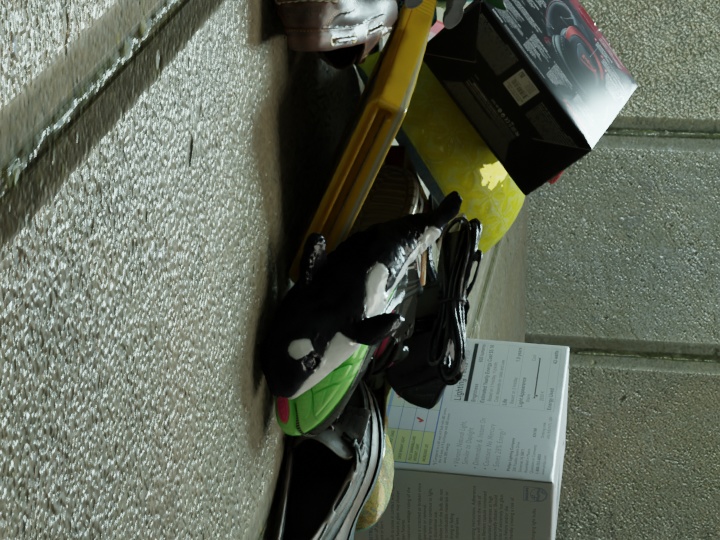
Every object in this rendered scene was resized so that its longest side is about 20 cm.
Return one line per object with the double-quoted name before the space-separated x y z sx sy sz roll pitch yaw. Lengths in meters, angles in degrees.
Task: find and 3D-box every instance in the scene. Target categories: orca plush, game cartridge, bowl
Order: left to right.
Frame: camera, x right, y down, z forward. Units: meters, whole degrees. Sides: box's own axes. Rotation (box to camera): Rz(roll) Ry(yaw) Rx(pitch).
"orca plush" -0.007 0.000 1.454 0.105 0.200 0.071 31 -25 56
"game cartridge" 0.003 -0.105 1.556 0.201 0.032 0.177 -76 -169 -57
"bowl" 0.092 -0.124 1.761 0.201 0.107 0.200 57 1 -1

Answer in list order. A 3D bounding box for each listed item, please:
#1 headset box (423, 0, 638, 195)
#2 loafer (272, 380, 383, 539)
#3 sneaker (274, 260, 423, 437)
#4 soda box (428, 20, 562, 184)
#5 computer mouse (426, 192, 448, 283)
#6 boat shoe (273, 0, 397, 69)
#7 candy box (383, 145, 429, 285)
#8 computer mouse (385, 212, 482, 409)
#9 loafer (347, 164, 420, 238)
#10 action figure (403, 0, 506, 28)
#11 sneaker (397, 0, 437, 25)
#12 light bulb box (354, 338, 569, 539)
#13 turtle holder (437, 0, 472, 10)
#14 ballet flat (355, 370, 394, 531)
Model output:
"headset box" 0.145 -0.170 1.675 0.149 0.075 0.200 52 29 -6
"loafer" -0.027 0.155 1.540 0.063 0.071 0.201 71 25 -52
"sneaker" 0.002 0.055 1.522 0.084 0.076 0.201 59 45 -31
"soda box" 0.113 -0.164 1.890 0.064 0.199 0.070 -58 -170 33
"computer mouse" 0.093 -0.051 1.932 0.200 0.044 0.110 125 -36 -55
"boat shoe" -0.019 -0.182 1.474 0.200 0.070 0.071 -6 92 -72
"candy box" 0.025 -0.032 1.839 0.200 0.056 0.118 61 32 -76
"computer mouse" 0.052 0.048 1.631 0.200 0.052 0.140 109 -11 -68
"loafer" 0.000 0.000 1.655 0.069 0.075 0.201 83 23 -53
"action figure" 0.017 -0.254 1.492 0.118 0.055 0.200 23 24 -42
"sneaker" 0.069 -0.287 1.670 0.077 0.091 0.201 6 116 -57
"light bulb box" 0.077 0.161 1.770 0.199 0.198 0.126 -74 165 -55
"turtle holder" 0.098 -0.302 1.778 0.132 0.184 0.142 -87 169 -48
"ballet flat" -0.006 0.120 1.661 0.201 0.070 0.071 -86 173 -46
